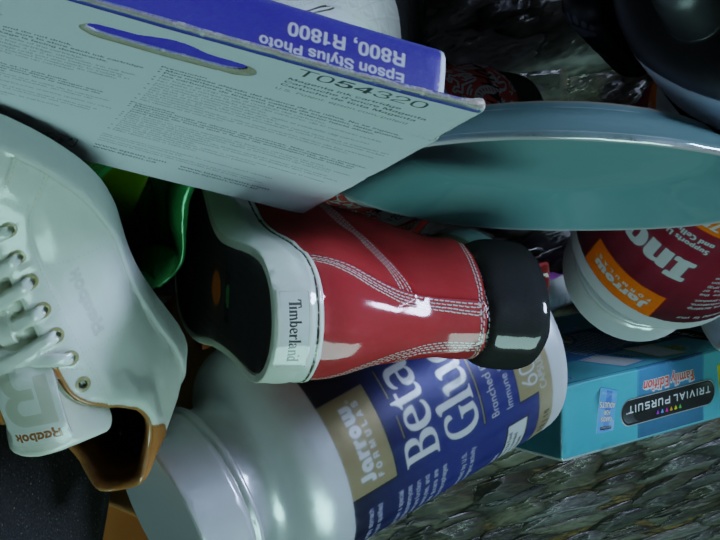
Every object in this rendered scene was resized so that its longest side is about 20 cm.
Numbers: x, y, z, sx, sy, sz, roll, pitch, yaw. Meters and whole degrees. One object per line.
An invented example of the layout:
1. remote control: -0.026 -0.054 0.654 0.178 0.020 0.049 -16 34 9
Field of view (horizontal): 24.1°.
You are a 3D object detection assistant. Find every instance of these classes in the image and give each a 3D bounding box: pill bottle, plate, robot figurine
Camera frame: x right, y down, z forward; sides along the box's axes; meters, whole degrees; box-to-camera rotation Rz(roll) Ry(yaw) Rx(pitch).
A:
1. pill bottle: 0.181 -0.038 0.916 0.112 0.114 0.200 -9 157 -17
2. pill bottle: -0.009 0.068 0.793 0.199 0.112 0.111 -28 165 -26
3. plate: 0.086 -0.045 0.727 0.198 0.026 0.200 3 172 0
4. robot figurine: 0.179 -0.113 0.719 0.125 0.150 0.200 -51 151 6

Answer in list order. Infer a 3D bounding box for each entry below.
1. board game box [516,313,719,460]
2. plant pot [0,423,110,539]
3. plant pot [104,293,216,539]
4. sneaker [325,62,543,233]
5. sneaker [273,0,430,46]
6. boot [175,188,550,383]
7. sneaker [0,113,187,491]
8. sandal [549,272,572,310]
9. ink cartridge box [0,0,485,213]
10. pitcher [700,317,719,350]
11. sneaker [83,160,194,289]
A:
1. board game box: 0.145 0.070 1.102 0.199 0.047 0.150 -8 -168 -39
2. plant pot: -0.224 0.115 0.711 0.198 0.179 0.200 -15 162 22
3. plant pot: -0.073 0.102 0.927 0.199 0.141 0.200 22 159 9
4. sneaker: -0.010 -0.040 0.840 0.107 0.068 0.201 6 146 -43
5. sneaker: -0.024 -0.106 0.670 0.072 0.073 0.200 -6 164 24
6. boot: 0.000 0.000 0.742 0.143 0.073 0.200 -1 -164 -21
7. sneaker: -0.124 0.018 0.654 0.072 0.085 0.200 -11 141 21
8. sandal: 0.084 0.010 1.058 0.082 0.050 0.202 -21 173 22
9. ink cartridge box: -0.078 -0.075 0.581 0.195 0.044 0.200 14 167 -17
10. pitcher: 0.307 -0.006 1.022 0.198 0.172 0.122 -17 123 0
11. sneaker: -0.127 -0.015 0.755 0.074 0.084 0.200 -2 145 -37
